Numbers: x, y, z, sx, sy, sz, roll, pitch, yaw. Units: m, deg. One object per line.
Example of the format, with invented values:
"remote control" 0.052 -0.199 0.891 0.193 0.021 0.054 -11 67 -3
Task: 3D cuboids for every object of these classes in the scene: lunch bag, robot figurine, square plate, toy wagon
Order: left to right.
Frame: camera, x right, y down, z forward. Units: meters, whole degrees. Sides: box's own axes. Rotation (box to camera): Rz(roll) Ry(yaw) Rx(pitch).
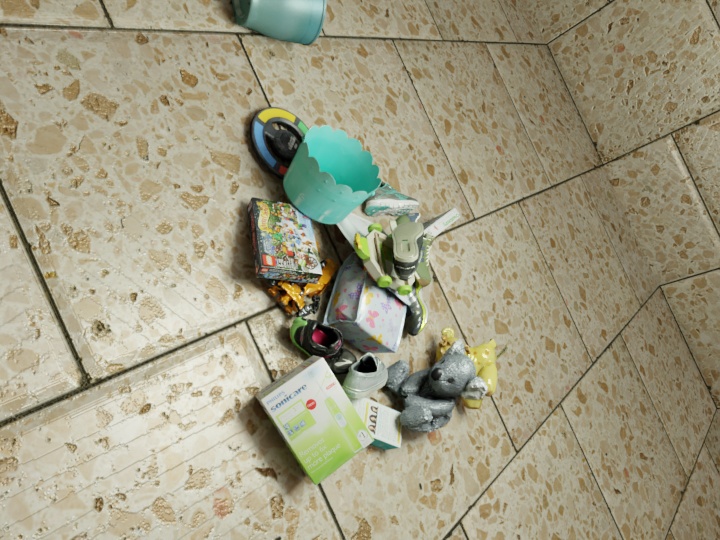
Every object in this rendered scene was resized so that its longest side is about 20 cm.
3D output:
"robot figurine" -0.131 0.017 1.309 0.145 0.058 0.200 50 44 -14
"lunch bag" 0.025 0.070 1.364 0.170 0.127 0.200 41 52 -38
"square plate" 0.027 -0.078 1.433 0.200 0.028 0.198 21 26 -44
"toy wagon" 0.047 -0.031 1.308 0.200 0.040 0.155 23 46 -41

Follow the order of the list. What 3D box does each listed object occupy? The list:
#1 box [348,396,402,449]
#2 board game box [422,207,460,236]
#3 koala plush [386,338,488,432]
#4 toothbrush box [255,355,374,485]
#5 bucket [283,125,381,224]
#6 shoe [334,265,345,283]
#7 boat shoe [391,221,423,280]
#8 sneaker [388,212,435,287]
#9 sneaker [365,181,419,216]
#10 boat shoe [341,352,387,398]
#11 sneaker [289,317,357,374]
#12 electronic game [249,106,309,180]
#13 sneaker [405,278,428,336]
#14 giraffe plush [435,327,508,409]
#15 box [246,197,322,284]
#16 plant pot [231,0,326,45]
"box" 0.007 0.333 1.303 0.200 0.049 0.082 30 52 -31
"board game box" 0.180 -0.105 1.620 0.200 0.126 0.035 -36 97 -46
"koala plush" 0.194 0.266 1.377 0.184 0.200 0.177 26 28 -42
"toothbrush box" -0.092 0.293 1.160 0.146 0.086 0.200 -32 94 -18
"bucket" -0.069 -0.216 1.343 0.207 0.135 0.207 24 43 -24
"shoe" 0.000 0.000 1.457 0.200 0.053 0.070 -26 110 -43
"boat shoe" 0.106 -0.051 1.324 0.200 0.072 0.068 -74 161 -57
"sneaker" 0.153 -0.057 1.481 0.200 0.090 0.067 61 11 -17
"sneaker" 0.085 -0.203 1.615 0.200 0.078 0.091 -2 69 -46
"boat shoe" 0.020 0.225 1.304 0.201 0.070 0.072 -16 125 -69
"sneaker" -0.069 0.169 1.268 0.200 0.084 0.077 41 55 -39
"electronic game" -0.182 -0.307 1.423 0.200 0.042 0.200 21 57 -37
"sneaker" 0.120 0.077 1.527 0.081 0.074 0.200 14 55 -32
"giraffe plush" 0.267 0.242 1.534 0.162 0.200 0.173 20 22 -9
"box" -0.166 -0.066 1.265 0.136 0.038 0.200 8 48 -28
"plant pot" -0.214 -0.676 1.468 0.188 0.200 0.200 -10 78 -31
